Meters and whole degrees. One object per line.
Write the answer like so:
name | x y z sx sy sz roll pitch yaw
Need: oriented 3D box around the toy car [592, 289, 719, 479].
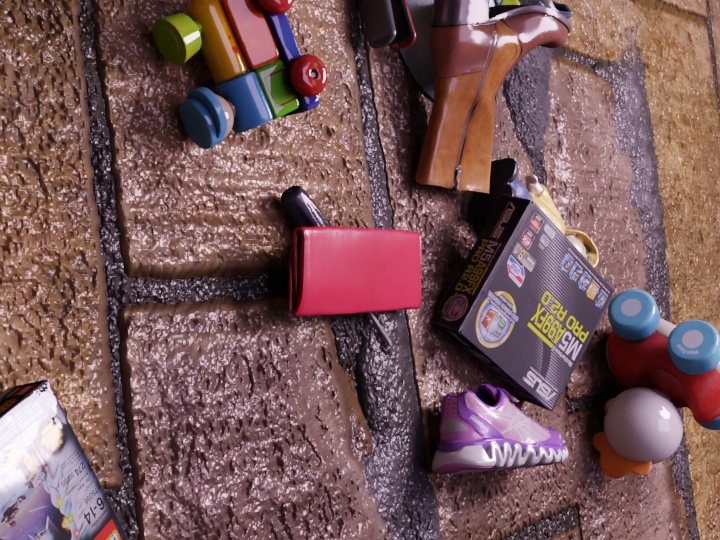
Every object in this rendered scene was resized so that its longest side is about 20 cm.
toy car | 0.352 0.165 1.296 0.200 0.177 0.185 -48 139 -11

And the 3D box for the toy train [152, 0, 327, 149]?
toy train | -0.117 -0.204 0.824 0.116 0.084 0.201 -34 110 -34

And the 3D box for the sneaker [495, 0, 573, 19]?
sneaker | 0.181 -0.358 1.196 0.200 0.081 0.074 60 19 -29

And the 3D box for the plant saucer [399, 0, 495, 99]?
plant saucer | 0.105 -0.278 1.133 0.201 0.039 0.202 11 75 -50

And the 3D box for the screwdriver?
screwdriver | -0.016 -0.001 0.952 0.200 0.028 0.029 56 16 -37

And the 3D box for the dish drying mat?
dish drying mat | 0.000 0.000 0.940 0.200 0.018 0.077 -1 90 -58

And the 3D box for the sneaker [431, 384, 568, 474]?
sneaker | 0.147 0.163 1.077 0.200 0.080 0.089 11 67 -48

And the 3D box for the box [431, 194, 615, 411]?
box | 0.182 0.038 1.123 0.200 0.044 0.161 40 75 -39

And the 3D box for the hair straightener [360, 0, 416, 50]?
hair straightener | 0.003 -0.315 1.013 0.077 0.041 0.201 -14 94 -51

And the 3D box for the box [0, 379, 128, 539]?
box | -0.226 0.173 0.610 0.137 0.040 0.200 68 28 -16

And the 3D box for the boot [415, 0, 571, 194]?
boot | 0.144 -0.180 1.095 0.188 0.068 0.201 -4 100 -44

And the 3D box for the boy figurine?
boy figurine | 0.203 -0.043 1.191 0.200 0.064 0.125 36 54 -37
